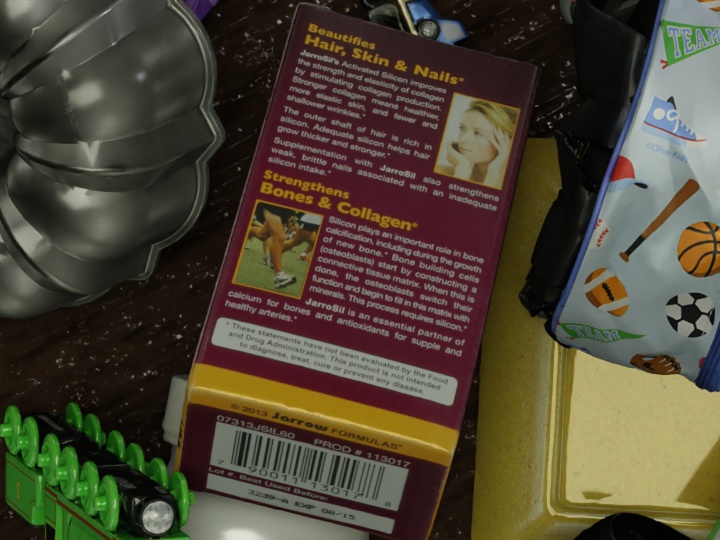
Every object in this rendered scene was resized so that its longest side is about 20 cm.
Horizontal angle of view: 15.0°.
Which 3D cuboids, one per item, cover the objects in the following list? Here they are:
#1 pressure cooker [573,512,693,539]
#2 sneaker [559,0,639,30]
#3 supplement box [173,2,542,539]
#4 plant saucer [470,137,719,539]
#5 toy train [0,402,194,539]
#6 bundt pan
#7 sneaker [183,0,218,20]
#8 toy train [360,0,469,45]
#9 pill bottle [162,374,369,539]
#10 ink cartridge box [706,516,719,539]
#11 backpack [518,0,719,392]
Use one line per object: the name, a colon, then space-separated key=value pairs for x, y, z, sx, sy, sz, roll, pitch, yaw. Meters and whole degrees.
pressure cooker: x=0.108 y=0.224 z=1.155 sx=0.178 sy=0.176 sz=0.200 roll=37 pitch=102 yaw=-2
sneaker: x=0.190 y=-0.120 z=1.210 sx=0.199 sy=0.079 sz=0.096 roll=-12 pitch=102 yaw=3
supplement box: x=0.000 y=0.000 z=1.139 sx=0.110 sy=0.086 sz=0.200 roll=14 pitch=57 yaw=0
plant saucer: x=0.153 y=0.044 z=1.219 sx=0.199 sy=0.048 sz=0.201 roll=3 pitch=91 yaw=2
toy train: x=-0.114 y=0.097 z=1.156 sx=0.042 sy=0.200 sz=0.057 roll=-1 pitch=98 yaw=-21
bundt pan: x=-0.164 y=-0.066 z=1.171 sx=0.201 sy=0.076 sz=0.202 roll=6 pitch=112 yaw=16
sneaker: x=-0.072 y=-0.153 z=1.177 sx=0.080 sy=0.084 sz=0.200 roll=21 pitch=117 yaw=-28
toy train: x=0.004 y=-0.156 z=1.228 sx=0.046 sy=0.034 sz=0.200 roll=-22 pitch=90 yaw=-9
pill bottle: x=-0.056 y=0.150 z=1.193 sx=0.111 sy=0.111 sz=0.201 roll=8 pitch=91 yaw=1
ink cartridge box: x=0.265 y=0.117 z=1.145 sx=0.200 sy=0.084 sz=0.146 roll=41 pitch=69 yaw=-18
backpack: x=0.140 y=-0.037 z=1.083 sx=0.154 sy=0.190 sz=0.201 roll=15 pitch=103 yaw=12
